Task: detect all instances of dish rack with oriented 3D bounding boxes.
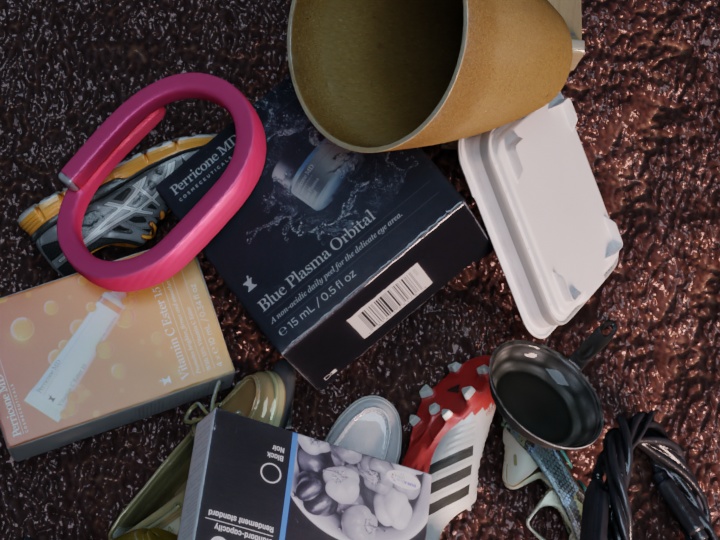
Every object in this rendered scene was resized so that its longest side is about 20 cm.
[{"bbox_3d":[0.165,-0.060,1.551,0.172,0.043,0.201,-42,115,-51],"label":"dish rack"}]

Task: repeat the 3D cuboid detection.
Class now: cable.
[{"bbox_3d":[0.257,0.215,1.541,0.163,0.051,0.201,31,52,-30],"label":"cable"}]

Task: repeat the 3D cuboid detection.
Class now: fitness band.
[{"bbox_3d":[-0.168,-0.075,1.477,0.143,0.037,0.200,39,84,31],"label":"fitness band"}]

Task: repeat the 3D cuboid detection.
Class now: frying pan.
[{"bbox_3d":[0.163,0.086,1.557,0.115,0.031,0.190,29,38,-9],"label":"frying pan"}]

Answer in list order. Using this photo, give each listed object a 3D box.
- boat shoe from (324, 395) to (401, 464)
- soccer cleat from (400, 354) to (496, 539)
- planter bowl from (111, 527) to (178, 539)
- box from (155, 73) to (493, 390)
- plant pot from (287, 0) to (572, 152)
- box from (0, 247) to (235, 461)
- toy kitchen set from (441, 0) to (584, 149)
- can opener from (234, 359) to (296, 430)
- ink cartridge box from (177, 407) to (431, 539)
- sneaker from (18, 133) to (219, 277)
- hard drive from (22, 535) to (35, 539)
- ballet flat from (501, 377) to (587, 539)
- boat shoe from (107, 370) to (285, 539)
[{"bbox_3d":[-0.021,0.197,1.533,0.072,0.069,0.201,32,77,0],"label":"boat shoe"},{"bbox_3d":[0.077,0.164,1.560,0.085,0.068,0.201,50,56,-32],"label":"soccer cleat"},{"bbox_3d":[-0.155,0.264,1.423,0.200,0.200,0.084,36,94,1],"label":"planter bowl"},{"bbox_3d":[-0.031,-0.044,1.511,0.196,0.117,0.200,-40,65,0],"label":"box"},{"bbox_3d":[0.074,-0.181,1.432,0.199,0.186,0.188,2,74,-49],"label":"plant pot"},{"bbox_3d":[-0.220,0.068,1.520,0.199,0.098,0.125,-19,81,-10],"label":"box"},{"bbox_3d":[0.110,-0.212,1.572,0.199,0.181,0.164,3,74,-7],"label":"toy kitchen set"},{"bbox_3d":[-0.087,0.174,1.515,0.052,0.067,0.201,5,64,-3],"label":"can opener"},{"bbox_3d":[-0.046,0.226,1.399,0.197,0.043,0.201,19,55,-17],"label":"ink cartridge box"},{"bbox_3d":[-0.196,-0.061,1.568,0.199,0.078,0.078,-27,95,-8],"label":"sneaker"},{"bbox_3d":[-0.236,0.328,1.492,0.200,0.042,0.135,36,76,1],"label":"hard drive"},{"bbox_3d":[0.164,0.190,1.562,0.074,0.074,0.201,-31,82,-12],"label":"ballet flat"},{"bbox_3d":[-0.133,0.164,1.489,0.063,0.073,0.201,29,100,-28],"label":"boat shoe"}]
